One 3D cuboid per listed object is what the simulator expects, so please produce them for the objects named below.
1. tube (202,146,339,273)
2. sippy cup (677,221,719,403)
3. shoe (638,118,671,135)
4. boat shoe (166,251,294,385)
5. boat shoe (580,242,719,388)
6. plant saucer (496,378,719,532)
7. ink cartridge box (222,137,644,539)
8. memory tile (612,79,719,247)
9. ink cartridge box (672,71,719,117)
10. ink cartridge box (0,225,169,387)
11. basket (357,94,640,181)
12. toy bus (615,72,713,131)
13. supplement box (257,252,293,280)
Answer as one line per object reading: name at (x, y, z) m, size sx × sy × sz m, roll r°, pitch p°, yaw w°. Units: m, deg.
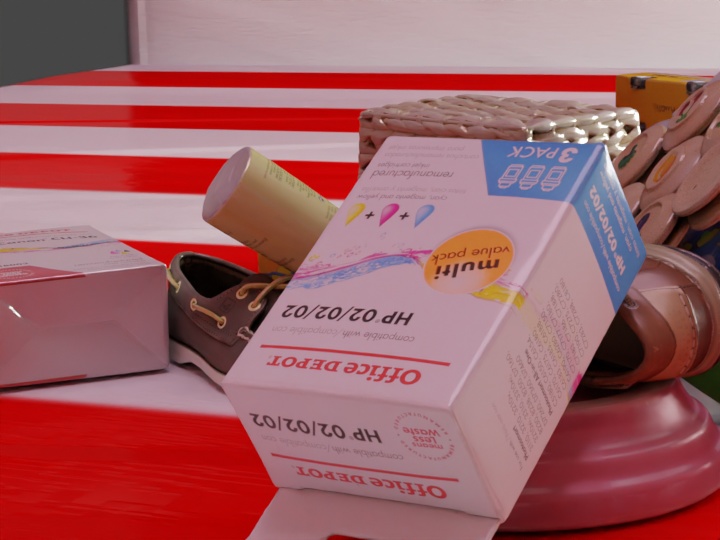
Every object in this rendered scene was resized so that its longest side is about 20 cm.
tube at (0.000, 0.000, 1.232) m, size 0.199 × 0.052 × 0.058 m, roll 32°, pitch 41°, yaw -20°
sippy cup at (0.216, -0.008, 1.053) m, size 0.139 × 0.131 × 0.178 m, roll 8°, pitch 30°, yaw -47°
shoe at (0.182, -0.009, 1.389) m, size 0.071 × 0.091 × 0.200 m, roll -8°, pitch 31°, yaw 50°
boat shoe at (-0.063, 0.031, 1.226) m, size 0.072 × 0.061 × 0.201 m, roll -8°, pitch 12°, yaw -29°
boat shoe at (0.076, 0.013, 0.988) m, size 0.199 × 0.076 × 0.074 m, roll 7°, pitch 18°, yaw 40°
plant saucer at (0.076, 0.073, 1.000) m, size 0.199 × 0.051 × 0.201 m, roll -1°, pitch 11°, yaw 0°
ink cartridge box at (0.025, 0.034, 0.873) m, size 0.114 × 0.068 × 0.201 m, roll 3°, pitch 45°, yaw 34°
memory tile at (0.147, -0.038, 1.081) m, size 0.200 × 0.017 × 0.154 m, roll -40°, pitch 15°, yaw 44°
ink cartridge box at (0.300, -0.044, 1.325) m, size 0.068 × 0.200 × 0.115 m, roll -40°, pitch 11°, yaw -15°
ink cartridge box at (-0.205, 0.017, 1.308) m, size 0.116 × 0.068 × 0.200 m, roll -6°, pitch 11°, yaw -23°
basket at (0.102, -0.058, 1.511) m, size 0.135 × 0.125 × 0.199 m, roll -11°, pitch 15°, yaw -39°
toy bus at (0.356, -0.182, 2.319) m, size 0.078 × 0.066 × 0.200 m, roll -5°, pitch 10°, yaw -27°
supplement box at (0.028, 0.003, 1.350) m, size 0.199 × 0.067 × 0.068 m, roll -11°, pitch 13°, yaw -43°
